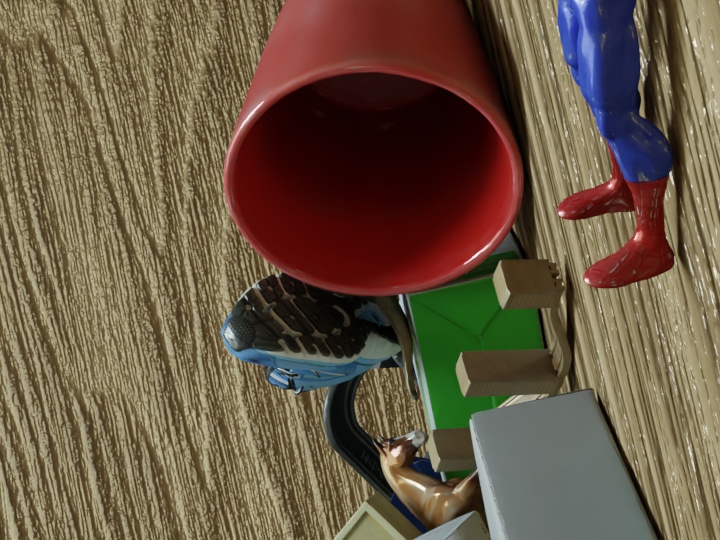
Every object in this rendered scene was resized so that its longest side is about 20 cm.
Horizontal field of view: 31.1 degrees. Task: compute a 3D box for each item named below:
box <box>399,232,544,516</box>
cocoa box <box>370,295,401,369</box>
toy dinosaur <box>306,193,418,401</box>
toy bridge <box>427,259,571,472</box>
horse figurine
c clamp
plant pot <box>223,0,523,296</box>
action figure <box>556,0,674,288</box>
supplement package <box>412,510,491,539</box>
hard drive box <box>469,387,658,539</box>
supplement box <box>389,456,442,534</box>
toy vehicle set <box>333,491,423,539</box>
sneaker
[{"bbox_3d":[0.087,0.064,1.025,0.177,0.096,0.201,-100,-3,-68],"label":"box"},{"bbox_3d":[0.039,-0.025,1.209,0.134,0.131,0.201,103,161,-47],"label":"cocoa box"},{"bbox_3d":[0.000,0.000,0.962,0.088,0.047,0.200,39,-157,-39],"label":"toy dinosaur"},{"bbox_3d":[0.095,0.066,0.825,0.200,0.067,0.027,105,158,-48],"label":"toy bridge"},{"bbox_3d":[0.097,0.200,0.940,0.201,0.132,0.050,62,-144,-11],"label":"horse figurine"},{"bbox_3d":[0.046,0.119,1.147,0.200,0.027,0.171,42,-114,-39],"label":"c clamp"},{"bbox_3d":[0.010,-0.113,0.889,0.201,0.199,0.178,77,-169,-45],"label":"plant pot"},{"bbox_3d":[0.052,-0.081,0.423,0.065,0.099,0.201,-104,3,-50],"label":"action figure"},{"bbox_3d":[0.039,0.278,0.803,0.192,0.147,0.200,63,-169,9],"label":"supplement package"},{"bbox_3d":[0.121,0.187,0.697,0.200,0.076,0.156,-102,-1,-59],"label":"hard drive box"},{"bbox_3d":[0.082,0.303,1.084,0.200,0.134,0.200,76,-148,-44],"label":"supplement box"},{"bbox_3d":[0.044,0.274,0.932,0.200,0.124,0.026,43,-162,13],"label":"toy vehicle set"},{"bbox_3d":[-0.040,0.061,0.957,0.078,0.090,0.200,54,-161,23],"label":"sneaker"}]
